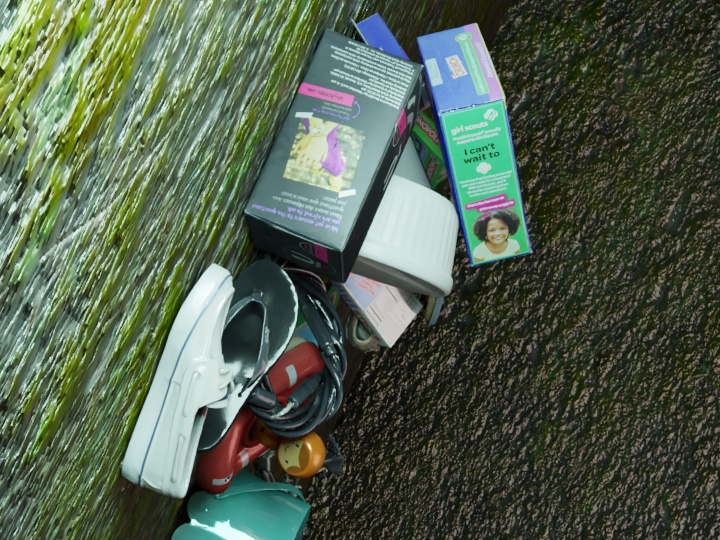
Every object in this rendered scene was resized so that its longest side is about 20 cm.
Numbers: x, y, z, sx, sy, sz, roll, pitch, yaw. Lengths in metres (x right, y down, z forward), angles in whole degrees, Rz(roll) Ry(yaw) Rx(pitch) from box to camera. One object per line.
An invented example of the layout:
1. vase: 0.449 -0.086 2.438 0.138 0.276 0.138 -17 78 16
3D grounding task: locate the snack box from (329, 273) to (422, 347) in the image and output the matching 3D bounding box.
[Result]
1. snack box: 0.000 0.000 1.503 0.072 0.201 0.024 -49 -148 -21

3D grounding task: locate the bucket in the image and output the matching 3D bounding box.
1. bucket: -0.153 0.343 1.527 0.207 0.133 0.210 23 90 -86

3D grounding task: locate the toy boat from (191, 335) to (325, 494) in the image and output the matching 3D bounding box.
1. toy boat: -0.092 0.171 1.327 0.199 0.130 0.132 -32 150 -39

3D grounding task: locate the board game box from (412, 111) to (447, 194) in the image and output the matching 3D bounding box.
1. board game box: 0.055 -0.153 1.578 0.029 0.135 0.200 -42 172 -17

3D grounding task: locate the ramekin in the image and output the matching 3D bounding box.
1. ramekin: 0.016 -0.048 1.347 0.202 0.200 0.095 66 44 -82

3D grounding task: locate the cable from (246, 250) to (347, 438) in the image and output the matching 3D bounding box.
1. cable: -0.069 0.066 1.285 0.050 0.163 0.202 -20 -133 40

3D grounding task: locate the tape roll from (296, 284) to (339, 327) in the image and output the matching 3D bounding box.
1. tape roll: -0.082 0.090 1.699 0.200 0.048 0.203 23 89 -85

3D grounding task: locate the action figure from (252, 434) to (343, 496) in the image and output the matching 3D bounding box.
1. action figure: -0.129 0.294 1.766 0.198 0.103 0.119 -24 -173 -23

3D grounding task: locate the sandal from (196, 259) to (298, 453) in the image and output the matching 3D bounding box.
1. sandal: -0.115 0.080 1.182 0.043 0.075 0.202 103 11 -69

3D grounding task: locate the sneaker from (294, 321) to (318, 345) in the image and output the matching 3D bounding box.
1. sneaker: -0.098 0.147 1.470 0.201 0.079 0.131 -56 174 5

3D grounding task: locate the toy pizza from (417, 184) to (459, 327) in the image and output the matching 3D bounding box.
1. toy pizza: 0.099 -0.028 1.599 0.200 0.031 0.203 -168 -90 -90

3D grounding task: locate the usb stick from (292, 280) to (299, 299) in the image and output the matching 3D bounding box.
1. usb stick: -0.096 0.039 1.367 0.200 0.032 0.056 -50 162 -57

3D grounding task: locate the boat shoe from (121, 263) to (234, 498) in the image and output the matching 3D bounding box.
1. boat shoe: -0.140 0.097 1.066 0.074 0.065 0.202 -34 146 -80

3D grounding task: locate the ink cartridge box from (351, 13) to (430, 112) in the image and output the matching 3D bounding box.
1. ink cartridge box: 0.036 -0.228 1.385 0.037 0.095 0.200 -34 176 6

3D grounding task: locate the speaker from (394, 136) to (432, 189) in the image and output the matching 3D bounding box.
1. speaker: 0.035 -0.113 1.455 0.082 0.080 0.201 -64 145 -33

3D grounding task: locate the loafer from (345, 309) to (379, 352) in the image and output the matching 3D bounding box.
1. loafer: 0.035 0.007 1.574 0.063 0.071 0.202 81 29 -86

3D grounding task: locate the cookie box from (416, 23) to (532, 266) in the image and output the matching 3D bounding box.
1. cookie box: 0.125 -0.138 1.356 0.172 0.074 0.202 -98 173 -52

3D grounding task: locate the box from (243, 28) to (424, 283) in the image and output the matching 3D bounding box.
1. box: -0.023 -0.108 1.205 0.122 0.105 0.202 86 27 -75

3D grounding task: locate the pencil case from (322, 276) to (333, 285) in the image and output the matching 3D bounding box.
1. pencil case: -0.012 -0.079 1.558 0.088 0.087 0.202 -55 166 -67
